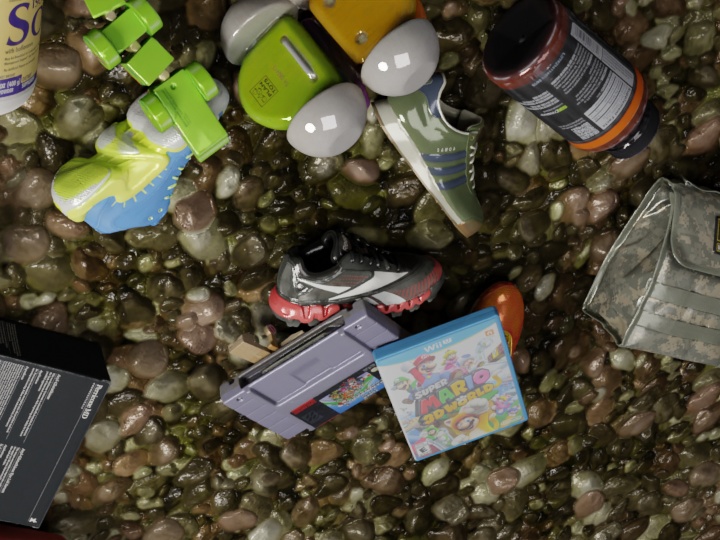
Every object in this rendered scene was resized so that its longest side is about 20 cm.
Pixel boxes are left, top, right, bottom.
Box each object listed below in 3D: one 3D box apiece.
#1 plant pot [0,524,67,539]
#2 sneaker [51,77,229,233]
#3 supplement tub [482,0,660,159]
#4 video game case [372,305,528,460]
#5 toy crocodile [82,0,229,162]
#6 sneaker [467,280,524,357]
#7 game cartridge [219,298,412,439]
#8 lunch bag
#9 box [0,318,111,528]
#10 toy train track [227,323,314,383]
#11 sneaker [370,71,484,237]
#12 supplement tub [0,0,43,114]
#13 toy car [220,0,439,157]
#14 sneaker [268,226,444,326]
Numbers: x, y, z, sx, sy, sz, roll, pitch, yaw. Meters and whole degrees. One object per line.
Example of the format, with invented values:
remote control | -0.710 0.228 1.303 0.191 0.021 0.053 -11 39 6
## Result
plant pot | -0.409 0.362 1.540 0.177 0.201 0.201 6 119 -35
sneaker | -0.205 -0.108 1.396 0.200 0.076 0.105 -33 145 0
supplement tub | 0.227 -0.194 1.478 0.200 0.107 0.107 32 106 -35
video game case | 0.104 0.131 1.590 0.143 0.018 0.200 -20 136 1
toy crocodile | -0.193 -0.189 1.305 0.067 0.062 0.200 -42 107 -9
sneaker | 0.159 0.105 1.661 0.073 0.077 0.201 -3 120 -18
game cartridge | -0.039 0.114 1.565 0.200 0.038 0.130 -32 136 19
lunch bag | 0.385 -0.003 1.658 0.163 0.118 0.201 13 110 -28
box | -0.368 0.161 1.486 0.141 0.079 0.200 19 112 -27
toy train track | -0.071 0.105 1.594 0.115 0.033 0.200 -38 137 25
sneaker | 0.098 -0.125 1.492 0.090 0.067 0.200 -34 124 8
supplement tub | -0.340 -0.246 1.195 0.145 0.146 0.201 0 121 -22
toy car | -0.022 -0.207 1.358 0.200 0.175 0.150 -40 163 6
sneaker | 0.000 0.000 1.533 0.200 0.071 0.098 -6 125 -16
